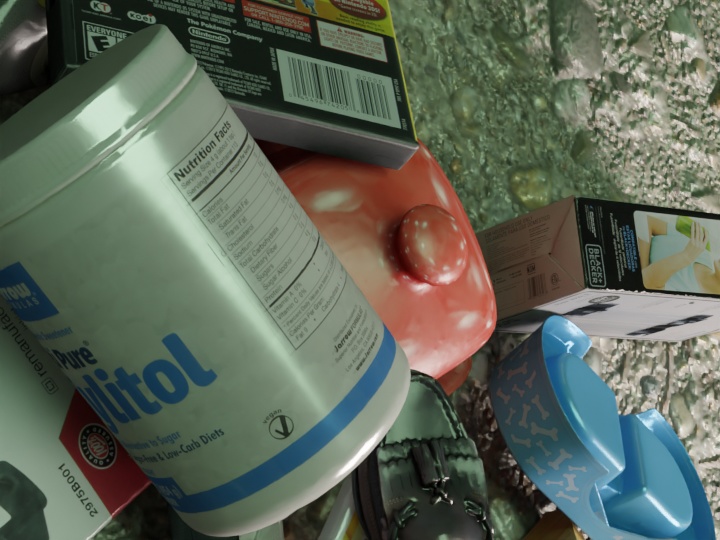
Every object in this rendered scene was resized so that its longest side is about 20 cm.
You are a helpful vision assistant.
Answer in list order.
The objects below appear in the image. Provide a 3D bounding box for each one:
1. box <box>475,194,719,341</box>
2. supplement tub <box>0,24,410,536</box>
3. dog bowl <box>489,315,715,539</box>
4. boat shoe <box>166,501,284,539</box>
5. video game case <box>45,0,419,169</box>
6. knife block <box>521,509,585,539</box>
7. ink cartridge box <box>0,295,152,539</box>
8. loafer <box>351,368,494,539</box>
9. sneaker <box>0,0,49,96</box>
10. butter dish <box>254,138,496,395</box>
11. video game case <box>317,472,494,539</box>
[{"bbox_3d":[0.175,0.003,1.053,0.199,0.117,0.060,5,73,-35],"label":"box"},{"bbox_3d":[-0.080,0.007,0.728,0.200,0.132,0.132,53,53,-17],"label":"supplement tub"},{"bbox_3d":[0.150,0.115,1.015,0.200,0.049,0.112,45,29,-31],"label":"dog bowl"},{"bbox_3d":[-0.072,0.162,0.854,0.076,0.060,0.201,-8,99,-75],"label":"boat shoe"},{"bbox_3d":[-0.071,-0.149,0.857,0.199,0.026,0.181,10,53,-29],"label":"video game case"},{"bbox_3d":[0.073,0.238,0.958,0.064,0.175,0.200,59,7,-11],"label":"knife block"},{"bbox_3d":[-0.208,0.097,0.752,0.200,0.083,0.146,-43,106,-37],"label":"ink cartridge box"},{"bbox_3d":[0.042,0.147,0.807,0.072,0.063,0.201,-5,86,-20],"label":"loafer"},{"bbox_3d":[-0.132,-0.135,0.861,0.085,0.075,0.200,44,52,9],"label":"sneaker"},{"bbox_3d":[0.000,0.000,0.896,0.200,0.148,0.200,-27,96,-39],"label":"butter dish"},{"bbox_3d":[0.032,0.233,0.840,0.182,0.023,0.200,29,75,-16],"label":"video game case"}]
